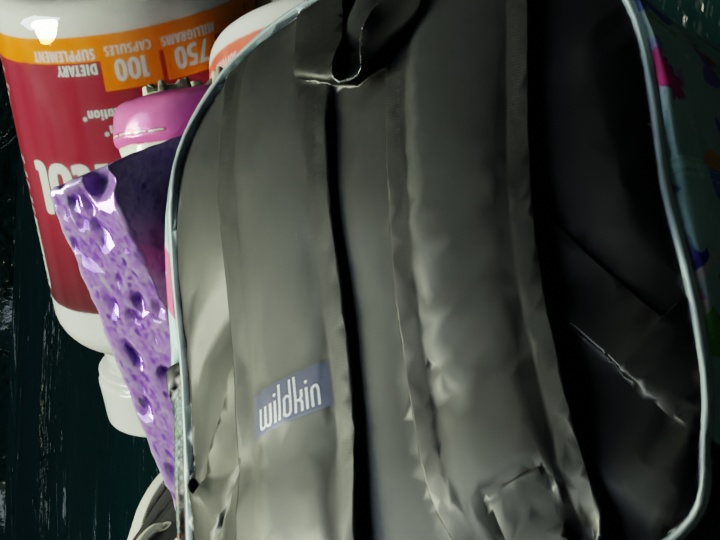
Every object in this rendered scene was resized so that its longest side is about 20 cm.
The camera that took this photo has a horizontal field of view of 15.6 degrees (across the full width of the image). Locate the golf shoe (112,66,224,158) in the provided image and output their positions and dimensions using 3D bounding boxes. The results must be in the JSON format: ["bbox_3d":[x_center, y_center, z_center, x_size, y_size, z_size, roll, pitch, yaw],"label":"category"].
[{"bbox_3d":[-0.001,-0.020,0.905,0.075,0.199,0.092,-7,80,45],"label":"golf shoe"}]

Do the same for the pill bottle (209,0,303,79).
[{"bbox_3d":[0.000,0.000,1.044,0.112,0.112,0.201,122,145,-68],"label":"pill bottle"}]

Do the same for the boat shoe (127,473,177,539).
[{"bbox_3d":[-0.070,0.129,1.035,0.060,0.200,0.074,-17,110,50],"label":"boat shoe"}]

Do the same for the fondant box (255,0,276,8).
[{"bbox_3d":[-0.022,-0.173,1.255,0.200,0.058,0.145,125,142,-68],"label":"fondant box"}]

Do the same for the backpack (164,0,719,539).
[{"bbox_3d":[0.038,0.015,0.714,0.177,0.150,0.201,-24,64,29],"label":"backpack"}]

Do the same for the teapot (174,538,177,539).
[{"bbox_3d":[0.000,0.178,0.940,0.146,0.199,0.198,-3,70,58],"label":"teapot"}]

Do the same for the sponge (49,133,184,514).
[{"bbox_3d":[-0.016,0.050,0.801,0.030,0.111,0.201,-16,98,37],"label":"sponge"}]

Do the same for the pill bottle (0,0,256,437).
[{"bbox_3d":[-0.088,-0.035,1.152,0.113,0.112,0.201,-127,25,-69],"label":"pill bottle"}]
